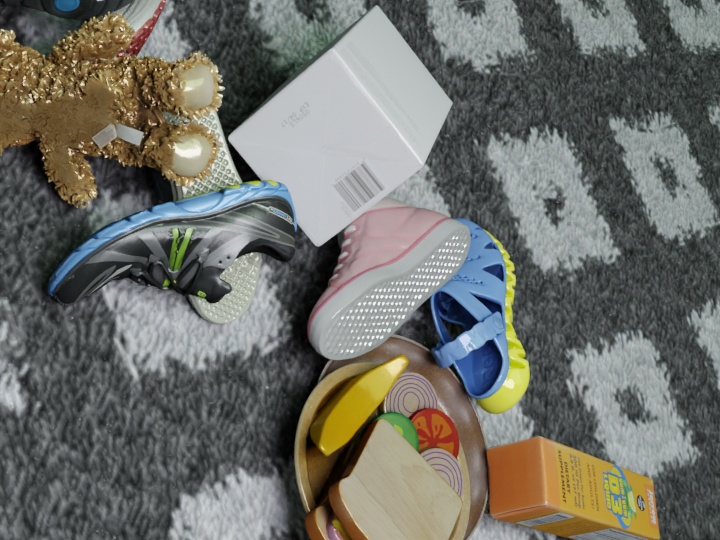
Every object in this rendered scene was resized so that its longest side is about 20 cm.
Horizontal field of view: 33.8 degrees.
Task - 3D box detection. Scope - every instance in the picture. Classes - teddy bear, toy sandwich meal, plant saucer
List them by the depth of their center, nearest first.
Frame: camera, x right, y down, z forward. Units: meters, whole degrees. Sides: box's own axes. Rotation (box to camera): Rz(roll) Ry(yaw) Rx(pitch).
[{"bbox_3d":[-0.200,-0.124,0.902,0.067,0.198,0.146,-87,166,-65],"label":"teddy bear"},{"bbox_3d":[0.029,0.162,0.954,0.204,0.070,0.207,19,58,-33],"label":"toy sandwich meal"},{"bbox_3d":[0.030,0.154,1.029,0.199,0.032,0.202,19,58,-34],"label":"plant saucer"}]

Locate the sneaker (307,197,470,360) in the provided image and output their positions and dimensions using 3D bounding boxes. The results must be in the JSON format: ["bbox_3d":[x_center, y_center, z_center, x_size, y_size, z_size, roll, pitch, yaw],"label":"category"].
[{"bbox_3d":[0.000,0.000,1.043,0.104,0.076,0.200,28,46,29],"label":"sneaker"}]

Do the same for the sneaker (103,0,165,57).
[{"bbox_3d":[-0.207,-0.236,0.997,0.082,0.078,0.201,25,47,-20],"label":"sneaker"}]

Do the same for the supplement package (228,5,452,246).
[{"bbox_3d":[-0.010,-0.131,1.027,0.120,0.121,0.200,49,23,-10],"label":"supplement package"}]

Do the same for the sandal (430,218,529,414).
[{"bbox_3d":[0.098,0.030,1.096,0.087,0.079,0.201,25,39,-38],"label":"sandal"}]

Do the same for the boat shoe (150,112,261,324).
[{"bbox_3d":[-0.131,-0.056,0.969,0.074,0.062,0.202,-17,96,-20],"label":"boat shoe"}]

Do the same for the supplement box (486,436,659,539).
[{"bbox_3d":[0.201,0.210,1.107,0.199,0.068,0.067,25,54,-44],"label":"supplement box"}]

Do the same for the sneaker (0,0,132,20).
[{"bbox_3d":[-0.259,-0.240,0.905,0.198,0.073,0.083,-6,60,-14],"label":"sneaker"}]

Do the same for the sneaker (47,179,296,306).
[{"bbox_3d":[-0.138,-0.010,0.899,0.198,0.071,0.084,-17,92,-19],"label":"sneaker"}]
